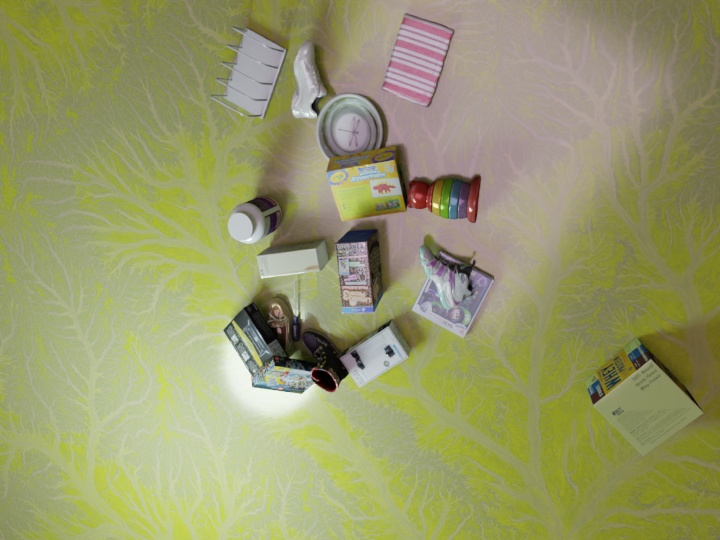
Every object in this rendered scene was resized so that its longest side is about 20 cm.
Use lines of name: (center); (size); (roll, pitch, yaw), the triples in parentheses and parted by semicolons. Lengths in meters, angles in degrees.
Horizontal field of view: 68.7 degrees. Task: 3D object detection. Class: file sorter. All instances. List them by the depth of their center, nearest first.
file sorter: (-0.315, -0.550, 1.466); (0.135, 0.125, 0.205); (27, 109, 4)

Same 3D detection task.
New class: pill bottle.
pill bottle: (-0.309, -0.147, 1.535); (0.108, 0.200, 0.117); (3, 106, 12)

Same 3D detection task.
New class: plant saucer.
plant saucer: (-0.028, -0.389, 1.479); (0.192, 0.050, 0.208); (3, 105, 12)

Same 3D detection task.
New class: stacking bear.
stacking bear: (0.224, -0.200, 1.444); (0.193, 0.114, 0.126); (8, 107, 16)

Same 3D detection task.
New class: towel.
towel: (0.151, -0.559, 1.403); (0.142, 0.030, 0.206); (21, 107, 7)

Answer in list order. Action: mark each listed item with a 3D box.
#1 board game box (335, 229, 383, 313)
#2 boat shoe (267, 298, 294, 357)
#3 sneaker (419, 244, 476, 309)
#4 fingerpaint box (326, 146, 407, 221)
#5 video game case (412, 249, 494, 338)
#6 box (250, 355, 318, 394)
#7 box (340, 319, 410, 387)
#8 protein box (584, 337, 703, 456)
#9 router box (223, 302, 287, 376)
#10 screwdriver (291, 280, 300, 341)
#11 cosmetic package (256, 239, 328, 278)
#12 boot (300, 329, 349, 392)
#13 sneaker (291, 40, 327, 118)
board game box: (0.000, 0.000, 1.522); (0.093, 0.160, 0.208); (-2, 106, 13)
boat shoe: (-0.255, 0.193, 1.689); (0.071, 0.063, 0.208); (-8, 103, 15)
sneaker: (0.258, -0.005, 1.484); (0.137, 0.078, 0.203); (-27, 107, 18)
fingerpaint box: (0.021, -0.239, 1.465); (0.192, 0.075, 0.170); (-7, 131, 15)
video game case: (0.270, 0.071, 1.548); (0.177, 0.023, 0.205); (26, 109, 5)
box: (-0.227, 0.330, 1.654); (0.196, 0.039, 0.136); (19, 131, -40)
box: (0.046, 0.260, 1.636); (0.197, 0.060, 0.118); (-33, 95, 20)
protein box: (0.766, 0.344, 1.443); (0.199, 0.135, 0.199); (43, 111, -2)
router box: (-0.339, 0.230, 1.686); (0.156, 0.052, 0.203); (-38, 84, 39)
screwdriver: (-0.204, 0.131, 1.676); (0.029, 0.027, 0.208); (20, 115, 38)
cosmetic package: (-0.203, -0.035, 1.593); (0.192, 0.105, 0.074); (-6, 106, 17)
boot: (-0.121, 0.280, 1.633); (0.199, 0.151, 0.073); (44, 110, -2)
sneaker: (-0.131, -0.520, 1.452); (0.096, 0.078, 0.207); (15, 118, 18)
